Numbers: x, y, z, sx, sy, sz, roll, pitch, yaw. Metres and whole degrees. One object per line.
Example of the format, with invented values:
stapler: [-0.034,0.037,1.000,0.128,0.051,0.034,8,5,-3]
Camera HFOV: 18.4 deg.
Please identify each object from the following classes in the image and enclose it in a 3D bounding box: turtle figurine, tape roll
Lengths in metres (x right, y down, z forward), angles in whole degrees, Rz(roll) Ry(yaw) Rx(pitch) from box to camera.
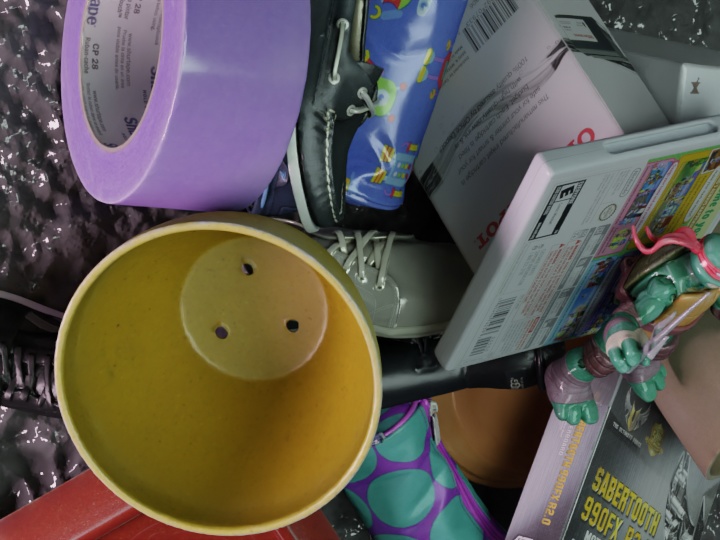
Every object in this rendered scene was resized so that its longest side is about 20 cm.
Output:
turtle figurine: [0.203,0.032,1.423,0.149,0.200,0.101,1,65,-25]
tape roll: [-0.112,-0.138,1.374,0.085,0.200,0.201,3,102,-28]

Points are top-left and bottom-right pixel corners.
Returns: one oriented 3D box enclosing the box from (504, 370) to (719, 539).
box: [0.193,0.175,1.649,0.200,0.048,0.159,40,68,-50]

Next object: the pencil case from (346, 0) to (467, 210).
pencil case: [0.015,-0.142,1.439,0.086,0.078,0.201,17,98,-3]

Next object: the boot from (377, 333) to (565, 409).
boot: [0.053,0.003,1.559,0.167,0.201,0.077,-5,150,1]

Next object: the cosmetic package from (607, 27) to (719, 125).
cosmetic package: [0.194,-0.119,1.537,0.112,0.200,0.082,-2,105,-33]

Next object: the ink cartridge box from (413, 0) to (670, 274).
ink cartridge box: [0.105,-0.105,1.468,0.084,0.201,0.145,10,133,-47]

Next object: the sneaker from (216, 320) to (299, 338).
sneaker: [-0.100,0.103,1.513,0.074,0.080,0.200,39,85,-32]

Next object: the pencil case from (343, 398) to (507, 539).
pencil case: [0.049,0.167,1.602,0.092,0.085,0.200,-19,121,23]

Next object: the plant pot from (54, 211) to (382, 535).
plant pot: [-0.077,0.044,1.388,0.199,0.142,0.201,2,109,7]

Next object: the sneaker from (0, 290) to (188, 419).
sneaker: [-0.204,0.060,1.439,0.199,0.087,0.076,5,101,-29]

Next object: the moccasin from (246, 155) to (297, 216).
moccasin: [-0.067,-0.125,1.472,0.068,0.080,0.201,-22,111,-18]

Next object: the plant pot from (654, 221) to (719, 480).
plant pot: [0.253,0.013,1.594,0.187,0.200,0.188,-36,161,-14]

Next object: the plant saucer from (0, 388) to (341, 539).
plant saucer: [-0.120,0.204,1.507,0.199,0.037,0.200,-30,122,1]

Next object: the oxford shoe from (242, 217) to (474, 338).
oxford shoe: [0.000,0.000,1.491,0.058,0.199,0.075,82,16,-51]

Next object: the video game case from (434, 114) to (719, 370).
video game case: [0.155,-0.019,1.421,0.181,0.022,0.200,-13,147,-30]

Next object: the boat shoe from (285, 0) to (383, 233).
boat shoe: [-0.016,-0.125,1.369,0.060,0.076,0.201,-3,91,6]

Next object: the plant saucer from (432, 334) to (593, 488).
plant saucer: [0.127,0.068,1.649,0.199,0.037,0.201,-8,107,-27]
